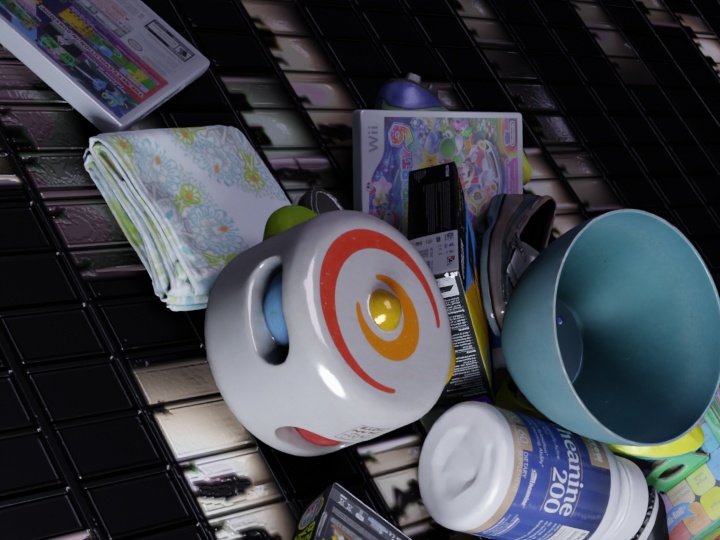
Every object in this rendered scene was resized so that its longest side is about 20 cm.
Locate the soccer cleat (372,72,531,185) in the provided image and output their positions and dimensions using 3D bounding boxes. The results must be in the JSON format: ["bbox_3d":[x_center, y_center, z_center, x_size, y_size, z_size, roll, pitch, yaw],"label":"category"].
[{"bbox_3d":[0.090,-0.123,1.696,0.200,0.065,0.084,30,66,-30],"label":"soccer cleat"}]

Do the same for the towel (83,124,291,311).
[{"bbox_3d":[-0.132,-0.052,1.455,0.199,0.048,0.172,-9,62,-52],"label":"towel"}]

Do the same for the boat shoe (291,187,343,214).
[{"bbox_3d":[0.000,0.000,1.534,0.071,0.061,0.202,1,54,-47],"label":"boat shoe"}]

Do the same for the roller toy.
[{"bbox_3d":[-0.019,0.052,1.354,0.200,0.139,0.183,54,42,-14],"label":"roller toy"}]

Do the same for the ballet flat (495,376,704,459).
[{"bbox_3d":[0.220,0.130,1.545,0.199,0.067,0.067,5,36,9],"label":"ballet flat"}]

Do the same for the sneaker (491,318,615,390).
[{"bbox_3d":[0.216,0.060,1.601,0.077,0.199,0.112,68,26,-57],"label":"sneaker"}]

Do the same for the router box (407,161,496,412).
[{"bbox_3d":[0.083,0.013,1.530,0.200,0.051,0.150,-87,162,-58],"label":"router box"}]

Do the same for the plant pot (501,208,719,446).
[{"bbox_3d":[0.201,0.057,1.459,0.199,0.134,0.202,7,77,-33],"label":"plant pot"}]

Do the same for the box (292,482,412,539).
[{"bbox_3d":[0.025,0.280,1.282,0.200,0.044,0.161,38,35,-12],"label":"box"}]

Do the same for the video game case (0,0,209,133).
[{"bbox_3d":[-0.252,-0.218,1.507,0.200,0.023,0.182,42,33,0],"label":"video game case"}]

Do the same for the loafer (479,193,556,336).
[{"bbox_3d":[0.152,-0.016,1.581,0.200,0.063,0.072,-79,153,-54],"label":"loafer"}]

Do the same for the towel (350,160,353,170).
[{"bbox_3d":[0.083,-0.079,1.723,0.200,0.049,0.112,38,35,-14],"label":"towel"}]

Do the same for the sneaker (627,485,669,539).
[{"bbox_3d":[0.255,0.286,1.524,0.090,0.070,0.200,53,30,-19],"label":"sneaker"}]

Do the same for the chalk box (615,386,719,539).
[{"bbox_3d":[0.353,0.197,1.665,0.199,0.124,0.124,-4,57,-49],"label":"chalk box"}]

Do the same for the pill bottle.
[{"bbox_3d":[0.157,0.187,1.465,0.199,0.111,0.111,18,42,-36],"label":"pill bottle"}]

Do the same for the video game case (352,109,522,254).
[{"bbox_3d":[0.079,-0.084,1.641,0.199,0.018,0.144,-3,94,-34],"label":"video game case"}]
